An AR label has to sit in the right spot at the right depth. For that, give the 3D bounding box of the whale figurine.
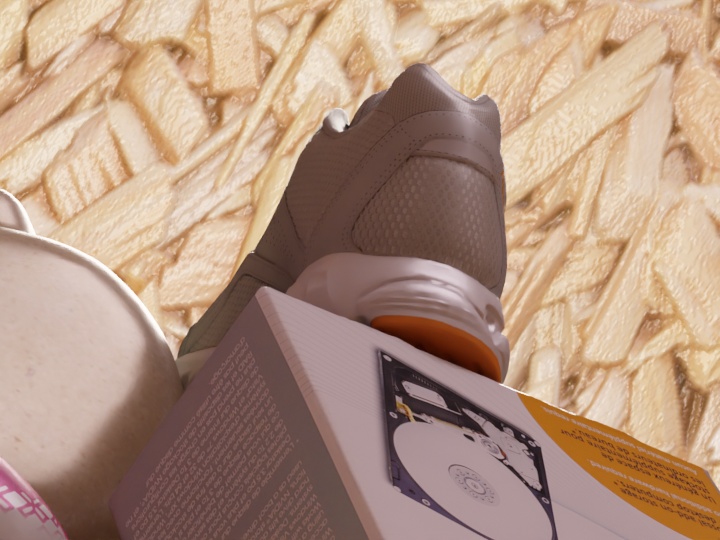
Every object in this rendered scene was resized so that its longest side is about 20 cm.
[{"bbox_3d":[-0.149,0.035,0.818,0.200,0.159,0.104,31,-45,6],"label":"whale figurine"}]

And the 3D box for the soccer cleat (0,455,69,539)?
[{"bbox_3d":[-0.161,0.043,0.675,0.200,0.070,0.086,33,9,0],"label":"soccer cleat"}]

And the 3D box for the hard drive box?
[{"bbox_3d":[0.044,0.111,0.663,0.156,0.077,0.200,23,24,-33],"label":"hard drive box"}]

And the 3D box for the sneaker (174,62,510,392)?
[{"bbox_3d":[0.000,0.000,0.816,0.076,0.092,0.200,17,-16,-16],"label":"sneaker"}]
